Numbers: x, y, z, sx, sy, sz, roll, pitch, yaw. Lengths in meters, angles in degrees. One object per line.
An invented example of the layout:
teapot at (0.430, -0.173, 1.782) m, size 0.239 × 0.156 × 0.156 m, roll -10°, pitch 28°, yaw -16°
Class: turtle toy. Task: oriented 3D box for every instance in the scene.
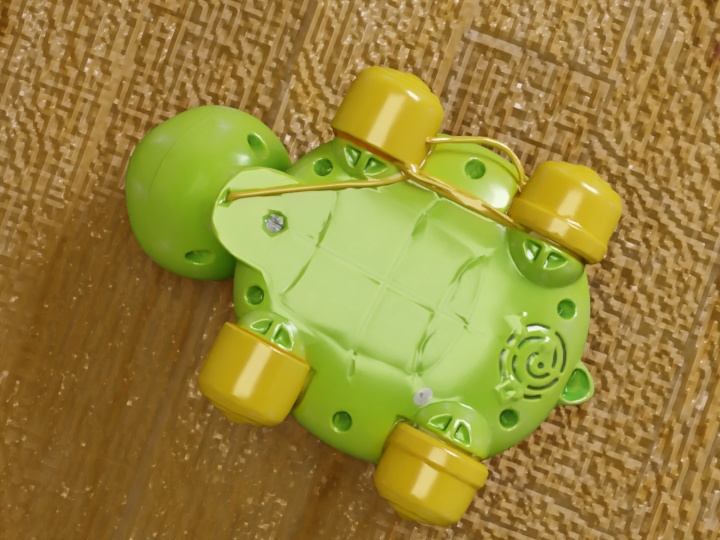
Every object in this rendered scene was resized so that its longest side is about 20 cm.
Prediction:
turtle toy at (0.000, 0.000, 1.093) m, size 0.200 × 0.101 × 0.146 m, roll 29°, pitch 89°, yaw 5°
